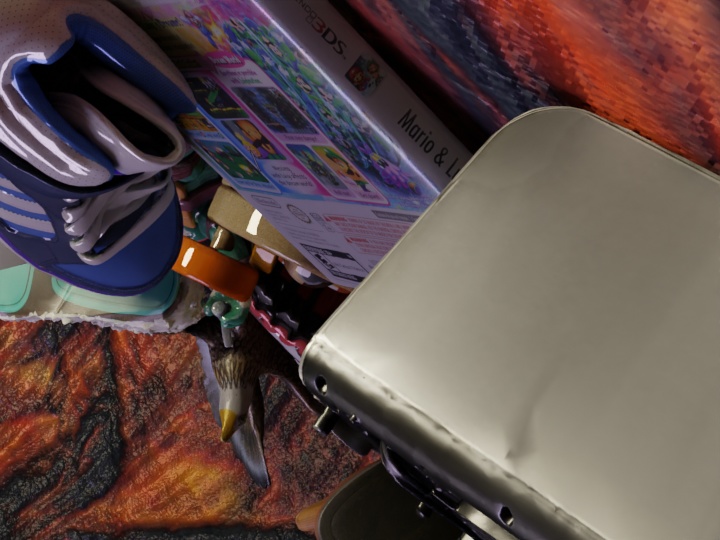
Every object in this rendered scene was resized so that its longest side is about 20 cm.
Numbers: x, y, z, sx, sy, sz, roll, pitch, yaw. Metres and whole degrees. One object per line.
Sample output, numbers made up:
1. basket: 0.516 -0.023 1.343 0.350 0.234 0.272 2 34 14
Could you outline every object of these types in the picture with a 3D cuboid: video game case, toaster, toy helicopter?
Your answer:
1. video game case: -0.021 -0.051 0.707 0.182 0.024 0.200 45 165 -23
2. toaster: 0.106 0.064 0.534 0.199 0.119 0.181 32 173 40
3. toy helicopter: 0.000 0.000 0.957 0.131 0.080 0.200 24 179 27

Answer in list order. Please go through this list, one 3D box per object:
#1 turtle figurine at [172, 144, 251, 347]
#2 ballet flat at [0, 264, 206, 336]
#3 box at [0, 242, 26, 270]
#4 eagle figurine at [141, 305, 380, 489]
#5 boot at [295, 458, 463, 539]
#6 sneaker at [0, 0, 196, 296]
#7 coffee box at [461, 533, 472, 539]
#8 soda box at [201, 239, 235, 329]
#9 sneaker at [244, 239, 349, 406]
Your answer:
1. turtle figurine: -0.113 -0.047 1.016 0.149 0.101 0.201 24 157 19
2. ballet flat: -0.185 0.005 1.135 0.198 0.072 0.072 13 166 17
3. box: -0.219 -0.099 1.026 0.200 0.041 0.158 -142 39 -69
4. eagle figurine: -0.074 0.064 1.333 0.151 0.151 0.200 32 173 41
5. boot: 0.007 0.149 1.235 0.199 0.188 0.069 -20 99 57
6. sneaker: -0.105 -0.041 0.728 0.146 0.081 0.201 30 159 48
7. coffee box: 0.157 0.224 1.007 0.197 0.200 0.200 33 173 35
8. soda box: -0.131 -0.053 1.156 0.200 0.071 0.063 42 -177 -34
9. sneaker: -0.019 0.040 1.169 0.200 0.071 0.098 38 155 -12
